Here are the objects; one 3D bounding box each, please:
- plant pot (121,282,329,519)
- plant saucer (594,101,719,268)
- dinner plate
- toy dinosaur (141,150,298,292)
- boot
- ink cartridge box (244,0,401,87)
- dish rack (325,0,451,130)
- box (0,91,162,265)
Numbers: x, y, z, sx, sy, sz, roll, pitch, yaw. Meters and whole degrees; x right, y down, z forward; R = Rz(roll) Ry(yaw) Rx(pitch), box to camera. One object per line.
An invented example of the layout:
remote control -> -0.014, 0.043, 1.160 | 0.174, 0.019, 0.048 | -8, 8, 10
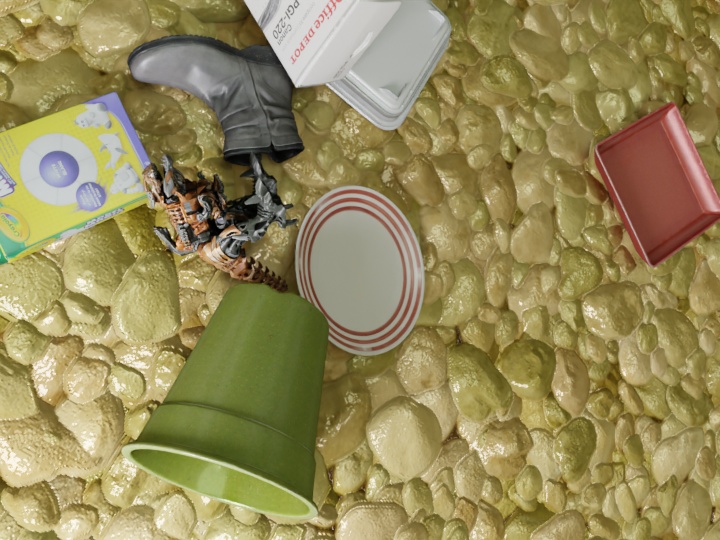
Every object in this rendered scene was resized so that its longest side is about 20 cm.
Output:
plant pot -> -0.112, 0.126, 0.693 | 0.197, 0.200, 0.193 | 26, 59, -16
plant saucer -> 0.456, -0.132, 1.045 | 0.197, 0.037, 0.203 | -28, 92, -24
dinner plate -> 0.000, 0.000, 0.816 | 0.197, 0.024, 0.206 | 8, 77, -39
toy dinosaur -> -0.147, -0.054, 0.747 | 0.135, 0.200, 0.103 | -37, 53, 5
boot -> -0.159, -0.189, 0.772 | 0.195, 0.070, 0.135 | -5, 82, -22
ink cartridge box -> -0.062, -0.336, 0.767 | 0.084, 0.145, 0.202 | -26, 81, -44
dish rack -> 0.030, -0.308, 0.889 | 0.170, 0.043, 0.202 | 36, 68, -13
box -> -0.321, -0.094, 0.700 | 0.198, 0.048, 0.119 | -30, 94, -23
